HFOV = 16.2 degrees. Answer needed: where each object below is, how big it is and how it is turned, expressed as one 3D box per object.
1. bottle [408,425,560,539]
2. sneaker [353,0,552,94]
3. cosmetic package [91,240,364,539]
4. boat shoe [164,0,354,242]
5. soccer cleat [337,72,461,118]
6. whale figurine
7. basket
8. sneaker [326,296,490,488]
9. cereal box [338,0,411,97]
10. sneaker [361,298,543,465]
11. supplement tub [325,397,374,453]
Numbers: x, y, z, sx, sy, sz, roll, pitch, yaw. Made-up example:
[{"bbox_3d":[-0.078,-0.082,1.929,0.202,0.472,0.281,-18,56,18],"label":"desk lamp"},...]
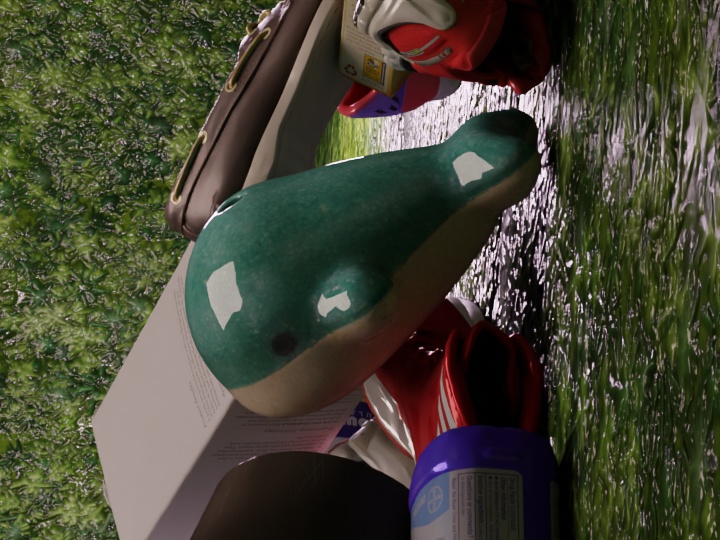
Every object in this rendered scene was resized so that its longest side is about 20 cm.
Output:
[{"bbox_3d":[0.054,0.170,1.088,0.084,0.065,0.201,109,164,-61],"label":"bottle"},{"bbox_3d":[0.056,-0.115,1.233,0.077,0.085,0.200,-60,-11,10],"label":"sneaker"},{"bbox_3d":[-0.077,0.073,1.419,0.200,0.085,0.108,-57,42,48],"label":"cosmetic package"},{"bbox_3d":[-0.041,-0.103,1.343,0.200,0.059,0.072,-67,-24,-6],"label":"boat shoe"},{"bbox_3d":[0.001,-0.182,1.403,0.068,0.073,0.201,15,124,58],"label":"soccer cleat"},{"bbox_3d":[-0.003,-0.019,1.244,0.200,0.104,0.159,-39,13,16],"label":"whale figurine"},{"bbox_3d":[-0.035,0.194,1.133,0.136,0.180,0.200,-29,32,40],"label":"basket"},{"bbox_3d":[0.025,0.088,1.386,0.070,0.093,0.200,97,175,-47],"label":"sneaker"},{"bbox_3d":[0.043,-0.203,1.283,0.144,0.039,0.200,-53,-17,-33],"label":"cereal box"},{"bbox_3d":[0.056,0.049,1.252,0.200,0.078,0.116,-109,27,-47],"label":"sneaker"},{"bbox_3d":[-0.021,0.118,1.697,0.146,0.145,0.200,97,174,-51],"label":"supplement tub"}]
